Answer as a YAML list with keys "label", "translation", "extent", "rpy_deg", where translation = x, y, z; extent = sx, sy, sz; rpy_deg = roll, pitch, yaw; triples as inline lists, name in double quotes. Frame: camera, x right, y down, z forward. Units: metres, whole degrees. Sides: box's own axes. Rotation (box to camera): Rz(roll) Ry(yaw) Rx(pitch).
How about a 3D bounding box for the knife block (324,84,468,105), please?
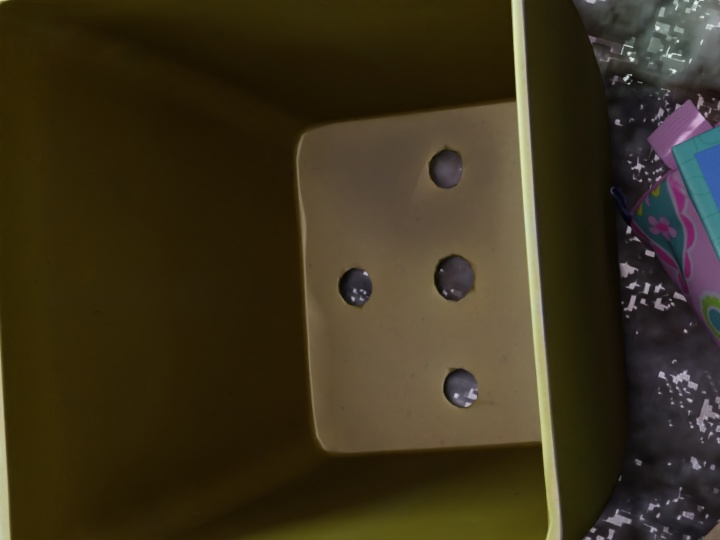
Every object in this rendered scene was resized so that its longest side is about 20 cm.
- label: "knife block"
  translation: [-0.019, -0.173, 0.843]
  extent: [0.063, 0.175, 0.202]
  rpy_deg: [-4, 83, 25]

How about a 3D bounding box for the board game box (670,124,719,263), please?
- label: "board game box"
  translation: [0.214, -0.008, 0.704]
  extent: [0.199, 0.045, 0.153]
  rpy_deg: [-25, 64, 8]

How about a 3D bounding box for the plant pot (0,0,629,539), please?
- label: "plant pot"
  translation: [0.000, 0.000, 0.812]
  extent: [0.198, 0.176, 0.202]
  rpy_deg: [-5, 87, 24]

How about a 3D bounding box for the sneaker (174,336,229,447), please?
- label: "sneaker"
  translation: [-0.118, 0.109, 0.917]
  extent: [0.111, 0.073, 0.202]
  rpy_deg: [16, 93, 24]

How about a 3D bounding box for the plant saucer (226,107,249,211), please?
- label: "plant saucer"
  translation: [-0.130, -0.042, 0.959]
  extent: [0.199, 0.037, 0.202]
  rpy_deg: [-3, 83, 26]

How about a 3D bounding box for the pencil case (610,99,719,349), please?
- label: "pencil case"
  translation: [0.170, 0.030, 0.784]
  extent: [0.087, 0.087, 0.201]
  rpy_deg: [-39, 71, 17]

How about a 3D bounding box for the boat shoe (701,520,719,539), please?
- label: "boat shoe"
  translation: [0.110, 0.145, 0.780]
  extent: [0.070, 0.070, 0.200]
  rpy_deg: [51, 134, 16]
